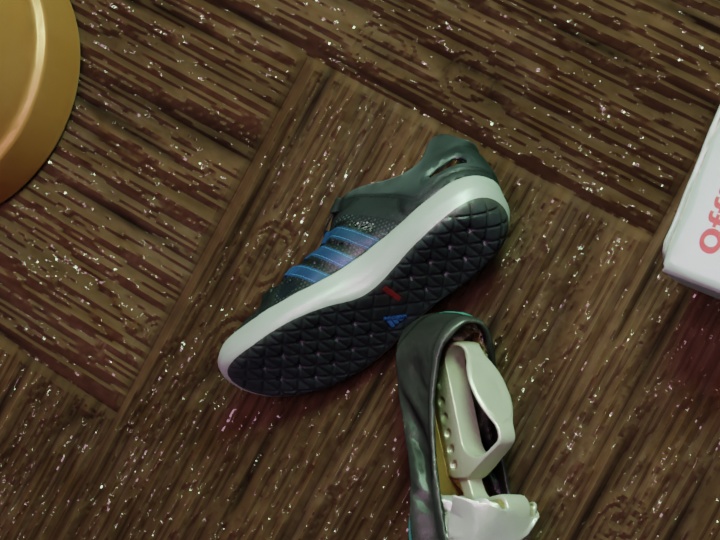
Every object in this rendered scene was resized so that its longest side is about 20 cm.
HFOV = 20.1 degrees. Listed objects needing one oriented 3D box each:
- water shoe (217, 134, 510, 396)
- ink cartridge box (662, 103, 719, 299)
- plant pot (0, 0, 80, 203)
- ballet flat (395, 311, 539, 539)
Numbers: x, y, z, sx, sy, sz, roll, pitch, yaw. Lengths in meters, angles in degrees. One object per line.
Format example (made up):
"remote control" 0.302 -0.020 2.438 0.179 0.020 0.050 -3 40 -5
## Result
"water shoe" 0.000 0.000 1.195 0.199 0.071 0.079 -33 43 14
"ink cartridge box" 0.279 -0.027 1.069 0.199 0.083 0.147 23 90 23
"plant pot" -0.296 -0.140 1.286 0.199 0.140 0.202 -4 79 20
"ballet flat" 0.059 0.117 1.131 0.068 0.068 0.201 -27 69 50
